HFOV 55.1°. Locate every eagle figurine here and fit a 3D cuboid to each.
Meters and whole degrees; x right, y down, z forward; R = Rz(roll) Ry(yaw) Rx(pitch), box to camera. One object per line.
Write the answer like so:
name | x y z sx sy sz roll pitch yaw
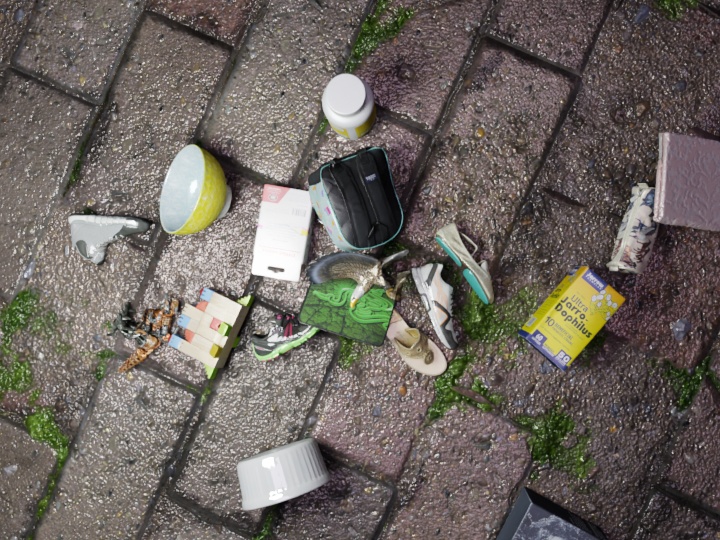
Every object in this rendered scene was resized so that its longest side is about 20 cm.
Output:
eagle figurine | -0.004 0.006 1.471 0.199 0.152 0.151 27 50 10

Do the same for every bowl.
bowl | -0.350 -0.166 1.525 0.107 0.199 0.202 16 92 -39

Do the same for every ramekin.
ramekin | -0.169 0.434 1.487 0.199 0.200 0.099 -18 81 4

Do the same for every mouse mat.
mouse mat | -0.025 0.072 1.529 0.198 0.008 0.162 17 62 2

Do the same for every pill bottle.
pill bottle | -0.023 -0.350 1.468 0.110 0.200 0.112 0 91 3

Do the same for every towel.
towel | 0.702 -0.187 1.464 0.198 0.032 0.193 4 89 -25

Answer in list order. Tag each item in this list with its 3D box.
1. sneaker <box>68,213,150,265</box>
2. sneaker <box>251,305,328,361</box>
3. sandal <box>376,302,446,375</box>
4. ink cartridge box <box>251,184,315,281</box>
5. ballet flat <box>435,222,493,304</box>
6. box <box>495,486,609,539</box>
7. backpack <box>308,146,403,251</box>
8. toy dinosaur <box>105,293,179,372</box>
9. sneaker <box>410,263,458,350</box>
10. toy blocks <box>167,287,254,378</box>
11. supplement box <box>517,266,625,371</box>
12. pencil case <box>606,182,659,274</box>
sneaker | -0.572 -0.068 1.576 0.198 0.075 0.117 5 95 14
sneaker | -0.158 0.129 1.541 0.199 0.077 0.084 -30 92 2
sandal | 0.106 0.158 1.527 0.078 0.070 0.212 -44 88 3
ink cartridge box | -0.170 -0.082 1.546 0.115 0.067 0.202 10 89 4
ballet flat | 0.245 -0.019 1.521 0.062 0.067 0.201 -37 88 -7
box | 0.401 0.614 1.487 0.199 0.117 0.198 27 92 4
backpack | -0.008 -0.140 1.478 0.175 0.153 0.201 -24 90 -25
toy dinosaur | -0.492 0.139 1.560 0.135 0.102 0.201 32 70 -14
sneaker | 0.180 0.077 1.521 0.079 0.074 0.202 -21 89 2
toy blocks | -0.345 0.121 1.553 0.136 0.100 0.201 24 90 14
supplement box | 0.450 0.101 1.484 0.109 0.110 0.200 40 92 3
pencil case | 0.595 -0.086 1.487 0.089 0.078 0.202 17 92 -28
